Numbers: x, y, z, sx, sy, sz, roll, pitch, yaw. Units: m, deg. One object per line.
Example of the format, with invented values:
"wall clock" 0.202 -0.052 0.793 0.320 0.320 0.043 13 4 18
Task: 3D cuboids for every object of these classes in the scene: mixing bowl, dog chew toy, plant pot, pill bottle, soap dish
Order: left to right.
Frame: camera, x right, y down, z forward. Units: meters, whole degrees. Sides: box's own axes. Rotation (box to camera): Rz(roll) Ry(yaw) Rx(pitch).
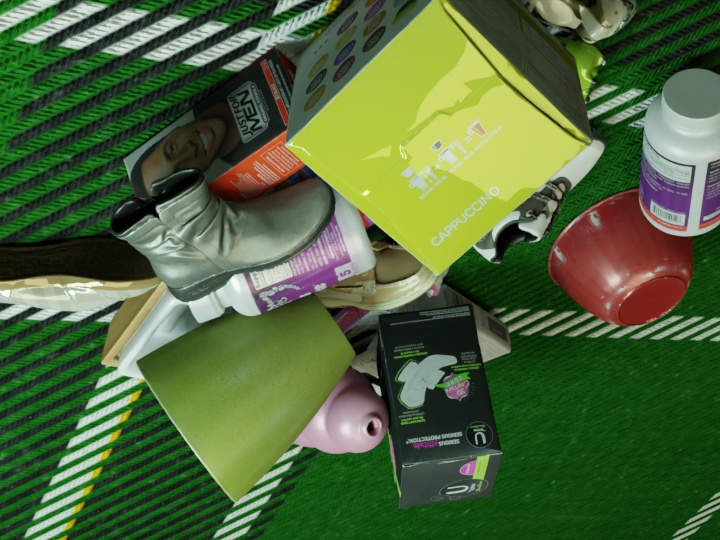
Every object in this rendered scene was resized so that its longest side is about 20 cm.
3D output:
"soap dish" -0.180 0.058 1.579 0.198 0.082 0.158 13 131 -39
"plant pot" -0.110 0.114 1.493 0.199 0.187 0.188 -37 145 -7
"pill bottle" -0.091 -0.020 1.434 0.198 0.113 0.113 -21 145 0
"dog chew toy" -0.034 0.170 1.702 0.123 0.199 0.126 -6 103 -29
"mixing bowl" 0.352 -0.001 1.773 0.197 0.109 0.201 -14 143 -11
"pill bottle" 0.386 -0.139 1.610 0.111 0.113 0.201 -18 144 -6

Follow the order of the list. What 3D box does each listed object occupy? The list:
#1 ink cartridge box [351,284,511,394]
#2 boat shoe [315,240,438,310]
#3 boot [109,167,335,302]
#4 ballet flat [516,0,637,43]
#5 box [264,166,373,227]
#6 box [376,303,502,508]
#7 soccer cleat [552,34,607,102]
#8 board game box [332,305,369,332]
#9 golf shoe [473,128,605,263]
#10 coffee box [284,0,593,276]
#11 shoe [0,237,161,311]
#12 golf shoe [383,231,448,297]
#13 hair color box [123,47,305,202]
"ink cartridge box" 0.076 0.099 1.817 0.198 0.058 0.162 -21 149 29
"boat shoe" 0.000 0.000 1.555 0.198 0.075 0.067 -9 135 38
"boot" -0.129 -0.053 1.311 0.198 0.068 0.131 -28 139 5
"ballet flat" 0.217 -0.264 1.396 0.198 0.075 0.074 8 134 -36
"box" -0.077 -0.084 1.489 0.136 0.039 0.200 -28 144 8
"box" 0.092 0.168 1.691 0.122 0.202 0.149 -6 150 -4
"soccer cleat" 0.208 -0.192 1.494 0.080 0.068 0.200 25 156 7
"board game box" -0.059 0.092 1.638 0.199 0.032 0.120 -40 176 -4
"golf shoe" 0.213 -0.082 1.605 0.199 0.095 0.078 -37 141 16
"coffee box" 0.071 -0.160 1.279 0.200 0.199 0.199 40 116 -20
"shoe" -0.309 0.007 1.457 0.197 0.070 0.054 1 135 -16
"golf shoe" 0.074 -0.055 1.585 0.092 0.075 0.201 -51 156 -22
"hair color box" -0.133 -0.118 1.364 0.199 0.102 0.061 -34 144 15
